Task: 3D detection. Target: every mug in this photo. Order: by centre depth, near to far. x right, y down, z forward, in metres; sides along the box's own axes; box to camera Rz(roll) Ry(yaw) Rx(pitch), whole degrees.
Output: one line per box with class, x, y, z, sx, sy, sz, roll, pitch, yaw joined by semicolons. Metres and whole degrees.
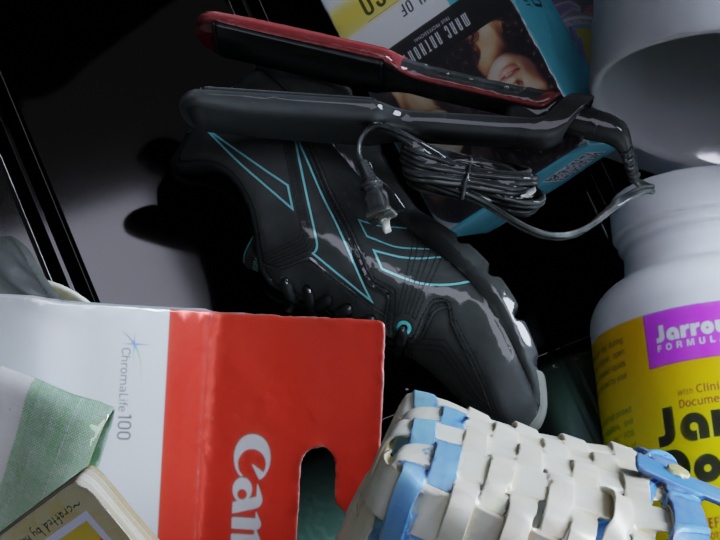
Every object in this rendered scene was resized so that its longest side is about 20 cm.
mug;0.153;-0.154;0.837;0.198;0.147;0.177;17;69;-26

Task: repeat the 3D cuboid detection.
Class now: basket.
basket;0.076;0.145;0.680;0.198;0.139;0.178;21;102;-6

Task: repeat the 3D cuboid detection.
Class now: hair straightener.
hair straightener;0.022;-0.047;0.824;0.198;0.041;0.078;14;72;-2

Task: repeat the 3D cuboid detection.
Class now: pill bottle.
pill bottle;0.153;0.062;0.859;0.103;0.104;0.202;0;72;-17

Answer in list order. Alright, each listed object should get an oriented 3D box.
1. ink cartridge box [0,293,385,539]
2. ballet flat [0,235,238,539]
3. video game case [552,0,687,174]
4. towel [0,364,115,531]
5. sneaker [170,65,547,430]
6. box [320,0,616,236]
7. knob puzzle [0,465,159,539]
ink cartridge box;-0.095;0.092;0.744;0.198;0.047;0.162;3;88;11
ballet flat;-0.097;0.059;0.807;0.200;0.068;0.068;49;39;6
video game case;0.159;-0.129;0.971;0.198;0.023;0.184;17;68;-10
towel;-0.203;0.088;0.729;0.198;0.023;0.154;19;91;10
sneaker;0.000;0.000;0.862;0.079;0.076;0.200;-36;76;-14
box;0.031;-0.122;0.892;0.049;0.082;0.201;-8;68;-62
knob puzzle;-0.083;0.185;0.660;0.219;0.220;0.030;41;33;1
